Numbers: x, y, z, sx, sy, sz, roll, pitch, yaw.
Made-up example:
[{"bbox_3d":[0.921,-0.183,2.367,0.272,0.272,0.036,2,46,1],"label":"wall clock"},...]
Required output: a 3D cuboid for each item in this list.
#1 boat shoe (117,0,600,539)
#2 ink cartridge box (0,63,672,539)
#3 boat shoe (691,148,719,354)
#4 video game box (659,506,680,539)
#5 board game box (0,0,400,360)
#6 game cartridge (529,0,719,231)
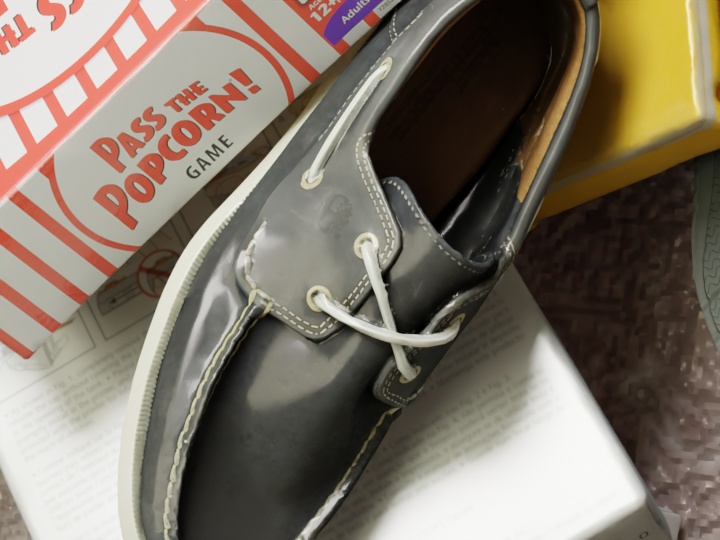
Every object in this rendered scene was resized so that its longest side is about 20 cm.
[{"bbox_3d":[0.000,0.000,0.700,0.200,0.072,0.068,-60,23,-10],"label":"boat shoe"},{"bbox_3d":[-0.027,0.033,0.771,0.160,0.047,0.200,-31,63,3],"label":"ink cartridge box"},{"bbox_3d":[0.131,-0.035,0.747,0.074,0.065,0.202,-42,56,50],"label":"boat shoe"},{"bbox_3d":[-0.004,0.153,0.827,0.200,0.047,0.183,3,82,37],"label":"video game box"},{"bbox_3d":[-0.086,-0.089,0.779,0.151,0.046,0.200,-44,40,7],"label":"board game box"},{"bbox_3d":[0.049,-0.102,0.797,0.200,0.032,0.177,-24,66,60],"label":"game cartridge"}]
